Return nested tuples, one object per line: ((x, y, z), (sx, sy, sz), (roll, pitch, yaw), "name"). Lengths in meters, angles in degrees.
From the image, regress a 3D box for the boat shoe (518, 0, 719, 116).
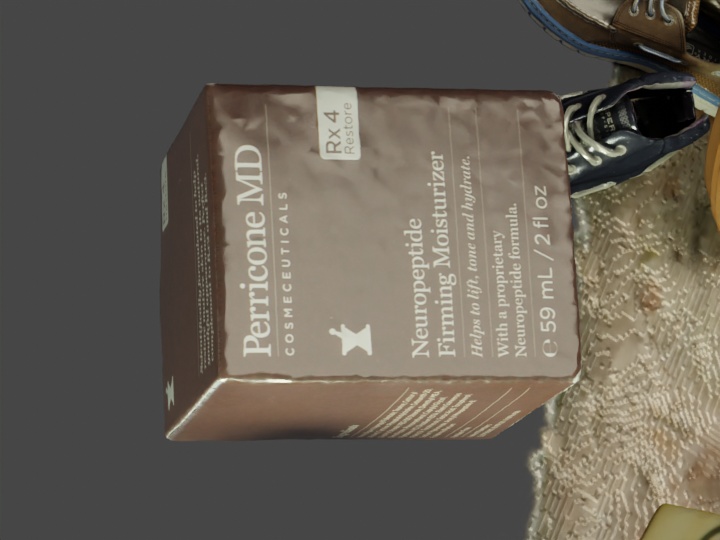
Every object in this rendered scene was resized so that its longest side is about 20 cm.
((0.192, -0.169, 1.575), (0.200, 0.072, 0.072), (23, 64, -20), "boat shoe")

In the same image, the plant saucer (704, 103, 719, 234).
((0.276, -0.107, 1.554), (0.037, 0.200, 0.200), (29, 56, 26), "plant saucer")

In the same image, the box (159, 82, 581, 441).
((0.000, 0.000, 1.350), (0.199, 0.164, 0.167), (0, 76, -15), "box")

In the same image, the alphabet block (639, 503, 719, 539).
((0.230, 0.276, 1.359), (0.200, 0.195, 0.197), (-55, 134, -27), "alphabet block")

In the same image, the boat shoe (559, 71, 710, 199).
((0.120, -0.080, 1.499), (0.200, 0.093, 0.075), (-18, 84, -31), "boat shoe")
